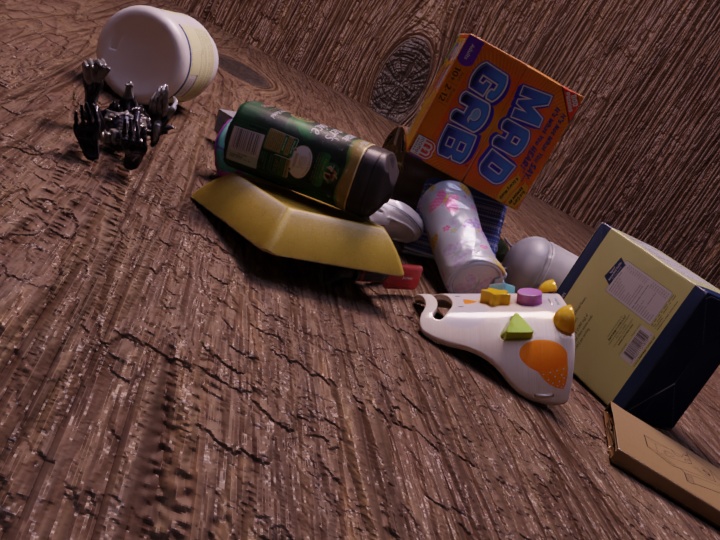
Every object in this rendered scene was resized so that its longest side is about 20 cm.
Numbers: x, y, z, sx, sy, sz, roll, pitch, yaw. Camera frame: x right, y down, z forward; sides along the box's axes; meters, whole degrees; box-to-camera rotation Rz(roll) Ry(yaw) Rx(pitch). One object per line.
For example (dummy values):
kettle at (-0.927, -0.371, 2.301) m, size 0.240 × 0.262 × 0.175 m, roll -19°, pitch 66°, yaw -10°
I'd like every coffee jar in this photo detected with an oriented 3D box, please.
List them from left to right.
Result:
coffee jar at (-0.055, -0.132, 0.970) m, size 0.200 × 0.085 × 0.104 m, roll 22°, pitch 12°, yaw 7°

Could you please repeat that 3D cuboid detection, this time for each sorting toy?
sorting toy at (0.157, 0.065, 1.005) m, size 0.180 × 0.107 × 0.200 m, roll 9°, pitch 17°, yaw -3°

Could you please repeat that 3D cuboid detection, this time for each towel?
towel at (0.156, -0.075, 1.319) m, size 0.145 × 0.024 × 0.200 m, roll 15°, pitch 44°, yaw 7°

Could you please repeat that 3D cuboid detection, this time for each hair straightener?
hair straightener at (0.000, 0.000, 1.011) m, size 0.077 × 0.041 × 0.200 m, roll 25°, pitch 16°, yaw 29°

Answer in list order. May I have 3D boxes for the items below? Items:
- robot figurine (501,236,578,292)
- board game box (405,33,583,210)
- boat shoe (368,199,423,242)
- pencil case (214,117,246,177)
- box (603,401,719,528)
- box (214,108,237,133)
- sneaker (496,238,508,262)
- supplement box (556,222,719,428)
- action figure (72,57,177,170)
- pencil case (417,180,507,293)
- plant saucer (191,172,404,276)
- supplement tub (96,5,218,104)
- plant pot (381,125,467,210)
robot figurine at (0.322, 0.015, 1.378) m, size 0.200 × 0.113 × 0.170 m, roll 27°, pitch 41°, yaw -9°
board game box at (0.206, -0.248, 1.322) m, size 0.200 × 0.200 × 0.200 m, roll 28°, pitch 16°, yaw -5°
boat shoe at (0.005, -0.075, 1.204) m, size 0.200 × 0.074 × 0.065 m, roll 19°, pitch 47°, yaw -20°
pencil case at (-0.098, -0.135, 1.110) m, size 0.200 × 0.093 × 0.085 m, roll 20°, pitch -16°, yaw 3°
box at (0.377, 0.236, 0.945) m, size 0.200 × 0.021 × 0.163 m, roll 31°, pitch 15°, yaw 7°
box at (-0.109, -0.205, 1.288) m, size 0.200 × 0.041 × 0.156 m, roll 5°, pitch 20°, yaw -34°
sneaker at (0.186, -0.027, 1.365) m, size 0.200 × 0.067 × 0.090 m, roll 12°, pitch 23°, yaw -34°
supplement box at (0.387, 0.075, 1.140) m, size 0.134 × 0.200 × 0.200 m, roll 19°, pitch 19°, yaw -37°
action figure at (-0.280, -0.191, 0.972) m, size 0.119 × 0.102 × 0.200 m, roll 13°, pitch 21°, yaw -15°
pencil case at (0.149, -0.047, 1.211) m, size 0.091 × 0.083 × 0.200 m, roll -13°, pitch 45°, yaw -2°
plant saucer at (-0.069, -0.062, 0.959) m, size 0.200 × 0.049 × 0.200 m, roll 10°, pitch 15°, yaw -39°
supplement tub at (-0.316, -0.341, 1.302) m, size 0.145 × 0.145 × 0.200 m, roll 30°, pitch 15°, yaw 1°
plant pot at (0.138, -0.171, 1.523) m, size 0.198 × 0.201 × 0.200 m, roll 17°, pitch 19°, yaw -18°
